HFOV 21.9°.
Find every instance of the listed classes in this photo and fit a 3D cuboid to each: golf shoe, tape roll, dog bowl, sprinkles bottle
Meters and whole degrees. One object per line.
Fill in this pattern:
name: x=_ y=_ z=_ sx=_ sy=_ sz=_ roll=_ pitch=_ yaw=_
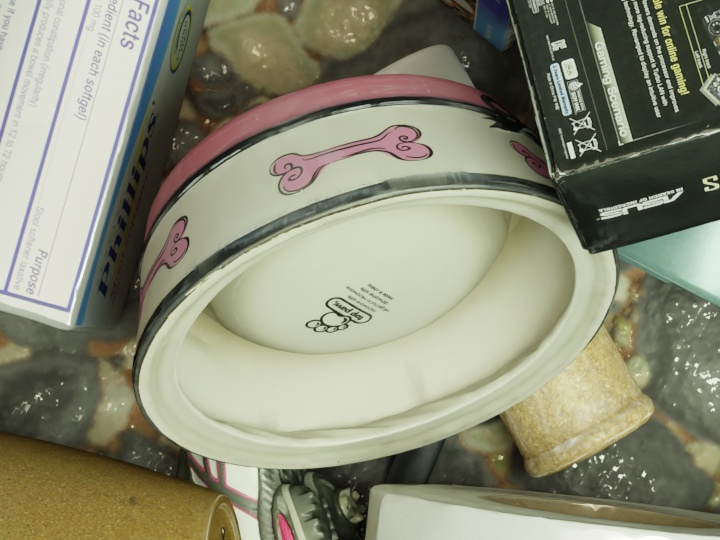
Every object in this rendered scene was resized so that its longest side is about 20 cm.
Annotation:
golf shoe: x=-0.060 y=0.081 z=0.864 sx=0.088 sy=0.077 sz=0.200 roll=-25 pitch=74 yaw=22
tape roll: x=0.098 y=0.136 z=0.792 sx=0.202 sy=0.202 sz=0.071 roll=6 pitch=87 yaw=2
dog bowl: x=0.000 y=0.000 z=0.760 sx=0.200 sy=0.200 sz=0.074 roll=-18 pitch=58 yaw=1
sprinkles bottle: x=0.060 y=-0.004 z=0.868 sx=0.068 sy=0.068 sz=0.200 roll=-29 pitch=87 yaw=0

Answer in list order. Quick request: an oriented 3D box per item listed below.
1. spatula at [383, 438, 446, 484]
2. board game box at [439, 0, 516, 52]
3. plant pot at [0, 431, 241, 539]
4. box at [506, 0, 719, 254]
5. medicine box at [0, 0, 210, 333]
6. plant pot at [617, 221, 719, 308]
spatula: x=0.004 y=0.137 z=0.884 sx=0.057 sy=0.021 sz=0.200 roll=22 pitch=85 yaw=17
board game box: x=0.022 y=-0.208 z=0.835 sx=0.200 sy=0.159 sz=0.097 roll=40 pitch=89 yaw=4
plant pot: x=-0.155 y=0.147 z=0.796 sx=0.200 sy=0.186 sz=0.186 roll=-2 pitch=87 yaw=7
box: x=0.129 y=-0.128 z=0.669 sx=0.164 sy=0.086 sz=0.200 roll=-17 pitch=69 yaw=9
medicine box: x=-0.191 y=-0.083 z=0.862 sx=0.200 sy=0.103 sz=0.182 roll=16 pitch=87 yaw=2
plant pot: x=0.183 y=-0.082 z=0.816 sx=0.200 sy=0.200 sz=0.196 roll=28 pitch=95 yaw=3
